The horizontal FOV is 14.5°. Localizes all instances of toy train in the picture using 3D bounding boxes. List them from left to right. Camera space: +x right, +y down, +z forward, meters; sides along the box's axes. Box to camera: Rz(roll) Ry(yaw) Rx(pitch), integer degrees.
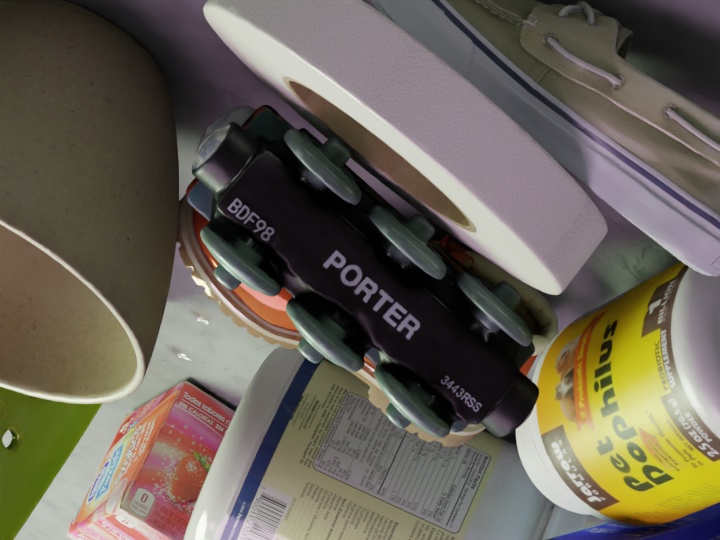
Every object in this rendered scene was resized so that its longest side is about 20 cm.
[{"bbox_3d":[0.000,0.000,1.319,0.200,0.085,0.114,40,-174,-13],"label":"toy train"}]

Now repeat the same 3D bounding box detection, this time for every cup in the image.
[{"bbox_3d":[-0.168,-0.049,1.390,0.199,0.144,0.201,20,153,10],"label":"cup"}]

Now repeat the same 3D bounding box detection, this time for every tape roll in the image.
[{"bbox_3d":[0.019,-0.064,1.226,0.202,0.037,0.203,38,175,4],"label":"tape roll"}]

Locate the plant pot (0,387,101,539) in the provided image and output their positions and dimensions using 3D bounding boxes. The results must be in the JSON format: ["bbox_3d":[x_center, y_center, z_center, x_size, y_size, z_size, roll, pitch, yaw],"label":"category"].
[{"bbox_3d":[-0.269,0.030,1.579,0.198,0.201,0.182,8,143,34],"label":"plant pot"}]

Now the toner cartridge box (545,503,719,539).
[{"bbox_3d":[0.169,0.167,1.424,0.043,0.096,0.199,3,-174,40],"label":"toner cartridge box"}]

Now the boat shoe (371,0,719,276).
[{"bbox_3d":[0.091,-0.079,1.194,0.200,0.062,0.072,38,-172,8],"label":"boat shoe"}]

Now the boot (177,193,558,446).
[{"bbox_3d":[0.005,0.002,1.428,0.199,0.075,0.107,31,142,-12],"label":"boot"}]

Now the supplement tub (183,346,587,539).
[{"bbox_3d":[0.015,0.143,1.582,0.199,0.146,0.145,24,154,3],"label":"supplement tub"}]

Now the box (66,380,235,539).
[{"bbox_3d":[-0.066,0.167,1.757,0.199,0.095,0.103,33,153,-14],"label":"box"}]

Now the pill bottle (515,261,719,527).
[{"bbox_3d":[0.151,0.058,1.339,0.109,0.110,0.200,31,154,-12],"label":"pill bottle"}]
